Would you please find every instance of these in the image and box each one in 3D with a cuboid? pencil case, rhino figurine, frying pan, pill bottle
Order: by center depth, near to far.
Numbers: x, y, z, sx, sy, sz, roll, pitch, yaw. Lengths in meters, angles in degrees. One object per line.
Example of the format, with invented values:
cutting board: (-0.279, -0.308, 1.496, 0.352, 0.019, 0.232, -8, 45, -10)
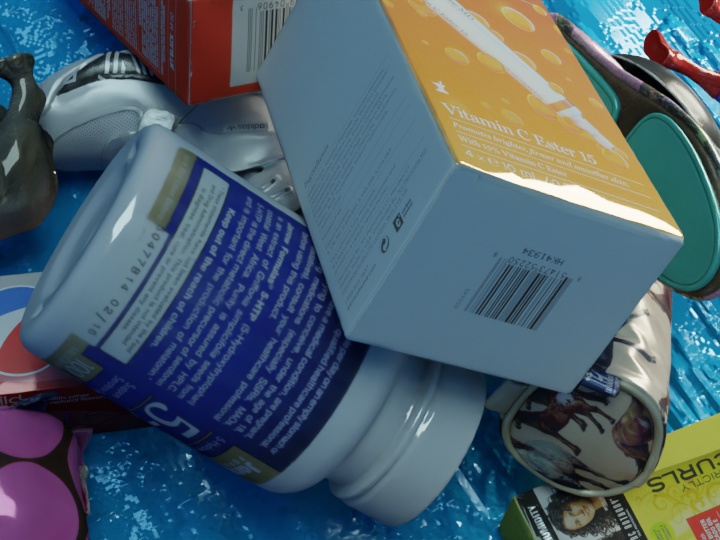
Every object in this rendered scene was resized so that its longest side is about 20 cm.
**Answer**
pencil case: (-0.161, 0.162, 0.740, 0.093, 0.091, 0.202, 8, 59, -33)
pill bottle: (-0.045, 0.033, 0.750, 0.199, 0.120, 0.120, 33, 60, -16)
rhino figurine: (-0.244, -0.038, 0.801, 0.199, 0.060, 0.088, -21, 91, -21)
pencil case: (0.117, 0.015, 0.826, 0.089, 0.078, 0.201, 38, 38, -21)
frying pan: (0.143, -0.080, 0.916, 0.031, 0.116, 0.190, -35, 27, -17)

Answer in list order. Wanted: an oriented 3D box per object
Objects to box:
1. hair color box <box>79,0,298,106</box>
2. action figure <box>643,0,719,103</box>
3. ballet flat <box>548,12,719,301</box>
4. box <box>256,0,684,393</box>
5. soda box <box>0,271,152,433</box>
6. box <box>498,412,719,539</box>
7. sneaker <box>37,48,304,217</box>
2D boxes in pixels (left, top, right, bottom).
hair color box: (-0.089, -0.166, 0.880, 0.110, 0.064, 0.200, -14, 38, -28)
action figure: (0.252, -0.114, 0.934, 0.199, 0.065, 0.099, 28, 32, -24)
ballet flat: (0.143, -0.061, 0.816, 0.071, 0.069, 0.200, 9, 34, -44)
box: (0.043, -0.056, 0.746, 0.124, 0.098, 0.201, 15, 34, -29)
soda box: (-0.202, 0.048, 0.806, 0.198, 0.064, 0.071, -6, 63, -11)
box: (0.175, 0.120, 0.820, 0.198, 0.050, 0.076, -18, 64, -16)
sneaker: (-0.087, -0.058, 0.869, 0.198, 0.075, 0.116, -9, 60, -15)
